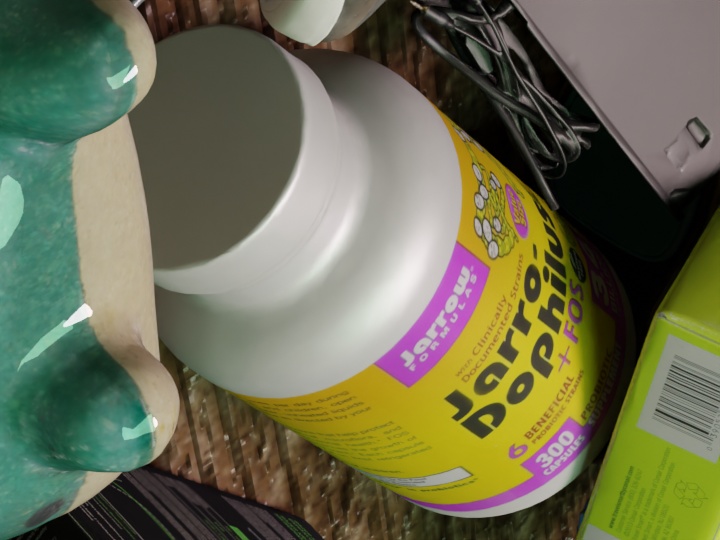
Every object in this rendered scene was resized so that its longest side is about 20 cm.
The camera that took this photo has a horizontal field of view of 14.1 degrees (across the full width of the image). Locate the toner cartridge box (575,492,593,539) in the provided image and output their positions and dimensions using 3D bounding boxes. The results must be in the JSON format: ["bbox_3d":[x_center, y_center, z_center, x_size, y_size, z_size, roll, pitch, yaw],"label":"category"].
[{"bbox_3d":[0.141,0.058,1.065,0.200,0.043,0.095,-50,156,-35],"label":"toner cartridge box"}]

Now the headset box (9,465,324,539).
[{"bbox_3d":[-0.088,0.157,0.935,0.174,0.093,0.200,-53,146,7],"label":"headset box"}]

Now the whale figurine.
[{"bbox_3d":[-0.108,-0.009,0.698,0.104,0.159,0.200,-28,161,-31],"label":"whale figurine"}]

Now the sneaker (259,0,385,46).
[{"bbox_3d":[0.054,-0.129,0.775,0.082,0.077,0.200,40,82,-17],"label":"sneaker"}]

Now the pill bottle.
[{"bbox_3d":[0.000,0.000,0.868,0.104,0.104,0.200,-50,145,3],"label":"pill bottle"}]

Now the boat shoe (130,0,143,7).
[{"bbox_3d":[-0.024,-0.136,0.743,0.200,0.068,0.072,-44,145,-6],"label":"boat shoe"}]

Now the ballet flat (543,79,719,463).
[{"bbox_3d":[0.095,-0.018,0.999,0.063,0.069,0.200,-38,154,-38],"label":"ballet flat"}]

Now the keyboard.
[{"bbox_3d":[0.052,-0.099,0.864,0.104,0.040,0.200,-48,123,-11],"label":"keyboard"}]

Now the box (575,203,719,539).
[{"bbox_3d":[0.137,0.003,0.955,0.200,0.048,0.122,-54,164,-44],"label":"box"}]
